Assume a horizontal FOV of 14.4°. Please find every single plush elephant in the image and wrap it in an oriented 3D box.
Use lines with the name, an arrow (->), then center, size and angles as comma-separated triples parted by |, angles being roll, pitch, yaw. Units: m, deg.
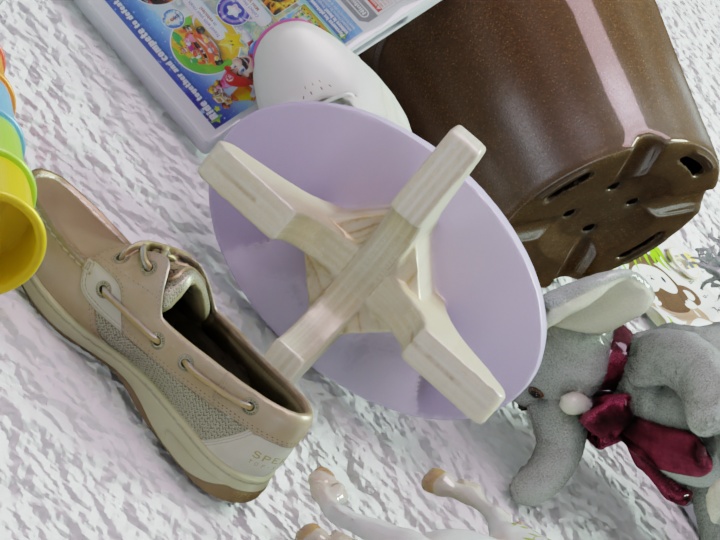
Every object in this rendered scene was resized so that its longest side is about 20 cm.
plush elephant -> 0.139, 0.070, 1.536 | 0.165, 0.154, 0.201 | 87, 3, -74

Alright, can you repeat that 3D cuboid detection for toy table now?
toy table -> 0.000, 0.000, 1.428 | 0.200, 0.184, 0.117 | 30, 9, 6

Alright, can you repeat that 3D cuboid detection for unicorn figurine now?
unicorn figurine -> 0.031, 0.145, 1.325 | 0.200, 0.074, 0.137 | -16, 35, -34

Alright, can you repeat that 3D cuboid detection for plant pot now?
plant pot -> 0.107, -0.110, 1.716 | 0.200, 0.200, 0.199 | 10, 49, -48

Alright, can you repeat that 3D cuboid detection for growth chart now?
growth chart -> 0.194, -0.003, 1.849 | 0.200, 0.018, 0.145 | 46, 27, 9

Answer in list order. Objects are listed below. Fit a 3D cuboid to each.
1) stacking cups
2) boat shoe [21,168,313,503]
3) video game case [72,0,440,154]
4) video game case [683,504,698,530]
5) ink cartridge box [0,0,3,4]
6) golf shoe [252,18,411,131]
stacking cups -> -0.186, -0.066, 1.377 | 0.060, 0.061, 0.200 | 29, 24, -25
boat shoe -> -0.098, 0.018, 1.362 | 0.200, 0.065, 0.072 | 50, 27, 19
video game case -> -0.054, -0.170, 1.622 | 0.200, 0.018, 0.143 | -35, 75, -23
video game case -> 0.259, 0.154, 1.697 | 0.182, 0.022, 0.200 | 8, 42, -48
ink cartridge box -> -0.214, -0.198, 1.375 | 0.047, 0.200, 0.198 | 16, 36, -42
golf shoe -> 0.005, -0.052, 1.533 | 0.200, 0.075, 0.092 | 60, -6, 6
